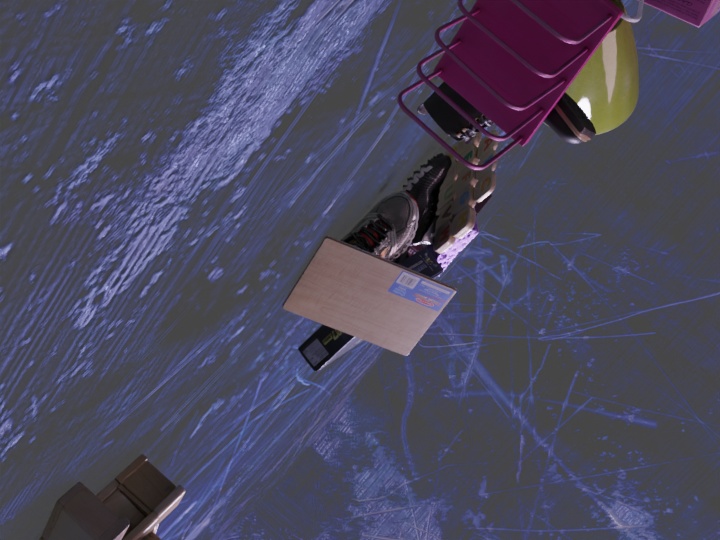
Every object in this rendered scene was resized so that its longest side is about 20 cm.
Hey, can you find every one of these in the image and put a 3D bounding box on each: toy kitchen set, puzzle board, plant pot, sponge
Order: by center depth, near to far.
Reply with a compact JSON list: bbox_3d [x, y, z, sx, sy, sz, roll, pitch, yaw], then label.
[{"bbox_3d":[-0.267,0.319,1.424,0.200,0.163,0.181,-43,170,-44],"label":"toy kitchen set"},{"bbox_3d":[0.011,0.036,1.591,0.151,0.200,0.017,-56,-160,39],"label":"puzzle board"},{"bbox_3d":[0.358,-0.346,1.816,0.187,0.187,0.200,-47,158,-17],"label":"plant pot"},{"bbox_3d":[0.138,-0.094,1.843,0.112,0.030,0.200,-52,-153,35],"label":"sponge"}]

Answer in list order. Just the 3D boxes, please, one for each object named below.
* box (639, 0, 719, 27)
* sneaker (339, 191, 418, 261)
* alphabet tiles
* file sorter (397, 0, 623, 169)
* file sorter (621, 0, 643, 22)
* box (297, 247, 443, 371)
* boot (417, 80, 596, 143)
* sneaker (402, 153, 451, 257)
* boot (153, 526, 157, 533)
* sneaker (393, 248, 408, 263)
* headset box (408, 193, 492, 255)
[{"bbox_3d":[0.472,-0.461,1.744,0.200,0.176,0.097,-38,153,-58],"label":"box"},{"bbox_3d":[0.010,-0.030,1.634,0.200,0.078,0.082,-50,171,1],"label":"sneaker"},{"bbox_3d":[0.151,-0.127,1.787,0.196,0.015,0.200,-40,-146,49],"label":"alphabet tiles"},{"bbox_3d":[0.151,-0.228,1.234,0.125,0.139,0.200,-39,168,-47],"label":"file sorter"},{"bbox_3d":[0.305,-0.394,1.229,0.200,0.124,0.139,-57,-172,41],"label":"file sorter"},{"bbox_3d":[0.016,0.059,1.727,0.200,0.051,0.158,-43,173,35],"label":"box"},{"bbox_3d":[0.173,-0.183,1.374,0.138,0.200,0.077,-48,147,15],"label":"boot"},{"bbox_3d":[0.092,-0.088,1.770,0.200,0.090,0.066,-52,170,23],"label":"sneaker"},{"bbox_3d":[-0.347,0.385,1.508,0.200,0.077,0.138,-48,178,-5],"label":"boot"},{"bbox_3d":[0.000,0.000,1.739,0.200,0.078,0.086,-54,168,32],"label":"sneaker"},{"bbox_3d":[0.138,-0.085,2.020,0.200,0.077,0.149,-50,-175,11],"label":"headset box"}]
